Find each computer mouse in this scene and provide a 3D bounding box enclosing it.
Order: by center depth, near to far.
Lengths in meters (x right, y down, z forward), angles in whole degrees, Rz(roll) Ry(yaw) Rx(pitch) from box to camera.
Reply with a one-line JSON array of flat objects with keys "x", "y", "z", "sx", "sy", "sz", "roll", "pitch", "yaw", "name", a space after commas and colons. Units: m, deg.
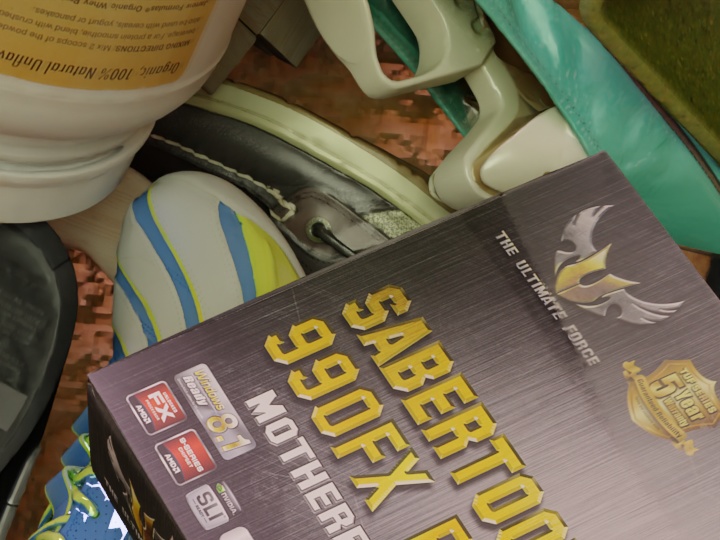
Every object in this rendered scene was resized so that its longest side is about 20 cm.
[{"x": -0.164, "y": 0.060, "z": 0.776, "sx": 0.140, "sy": 0.046, "sz": 0.201, "roll": 21, "pitch": 92, "yaw": 13, "name": "computer mouse"}]

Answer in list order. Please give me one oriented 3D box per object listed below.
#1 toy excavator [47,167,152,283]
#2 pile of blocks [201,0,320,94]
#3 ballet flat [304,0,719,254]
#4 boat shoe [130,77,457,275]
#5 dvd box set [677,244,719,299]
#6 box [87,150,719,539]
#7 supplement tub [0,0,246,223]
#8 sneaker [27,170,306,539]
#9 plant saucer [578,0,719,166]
[{"x": -0.130, "y": -0.028, "z": 0.831, "sx": 0.199, "sy": 0.100, "sz": 0.195, "roll": -10, "pitch": 79, "yaw": 7, "name": "toy excavator"}, {"x": -0.042, "y": -0.138, "z": 0.865, "sx": 0.082, "sy": 0.062, "sz": 0.201, "roll": -10, "pitch": 60, "yaw": 29, "name": "pile of blocks"}, {"x": 0.033, "y": -0.059, "z": 0.797, "sx": 0.070, "sy": 0.067, "sz": 0.200, "roll": -43, "pitch": 99, "yaw": -27, "name": "ballet flat"}, {"x": 0.000, "y": 0.000, "z": 0.839, "sx": 0.199, "sy": 0.073, "sz": 0.065, "roll": 26, "pitch": 77, "yaw": 8, "name": "boat shoe"}, {"x": 0.079, "y": 0.081, "z": 0.718, "sx": 0.146, "sy": 0.029, "sz": 0.200, "roll": 14, "pitch": 55, "yaw": 12, "name": "dvd box set"}, {"x": 0.045, "y": 0.081, "z": 0.661, "sx": 0.158, "sy": 0.048, "sz": 0.200, "roll": -23, "pitch": 60, "yaw": -18, "name": "box"}, {"x": -0.084, "y": -0.128, "z": 0.718, "sx": 0.144, "sy": 0.145, "sz": 0.200, "roll": 33, "pitch": 122, "yaw": 9, "name": "supplement tub"}, {"x": -0.058, "y": 0.068, "z": 0.725, "sx": 0.105, "sy": 0.076, "sz": 0.201, "roll": -1, "pitch": 72, "yaw": -39, "name": "sneaker"}, {"x": 0.182, "y": -0.097, "z": 0.777, "sx": 0.199, "sy": 0.200, "sz": 0.048, "roll": -33, "pitch": 50, "yaw": 17, "name": "plant saucer"}]
